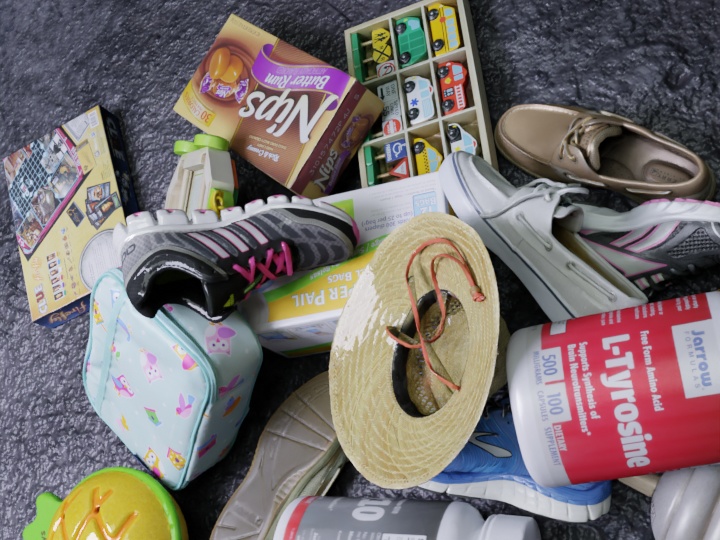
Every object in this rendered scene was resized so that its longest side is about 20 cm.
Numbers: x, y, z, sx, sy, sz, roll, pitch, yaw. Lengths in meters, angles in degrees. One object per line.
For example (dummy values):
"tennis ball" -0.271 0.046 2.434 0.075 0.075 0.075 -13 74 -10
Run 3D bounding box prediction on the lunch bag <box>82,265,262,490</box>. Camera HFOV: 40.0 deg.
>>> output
"lunch bag" -0.175 0.089 0.871 0.160 0.077 0.201 40 135 17

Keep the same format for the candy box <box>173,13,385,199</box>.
"candy box" -0.083 -0.157 0.952 0.200 0.056 0.117 36 94 39

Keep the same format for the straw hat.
"straw hat" 0.066 0.065 0.740 0.200 0.084 0.203 -22 62 48

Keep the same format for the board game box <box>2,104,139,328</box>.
"board game box" -0.302 -0.058 1.049 0.134 0.035 0.202 -24 67 15

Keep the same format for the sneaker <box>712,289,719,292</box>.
"sneaker" 0.234 0.067 0.773 0.198 0.078 0.078 -20 43 20

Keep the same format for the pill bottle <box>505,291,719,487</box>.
"pill bottle" 0.207 0.077 0.669 0.198 0.112 0.114 -13 70 18

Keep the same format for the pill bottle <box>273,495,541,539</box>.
"pill bottle" 0.038 0.238 0.776 0.198 0.114 0.115 -3 74 21

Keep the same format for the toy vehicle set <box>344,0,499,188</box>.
"toy vehicle set" 0.054 -0.155 0.919 0.123 0.026 0.202 -16 65 21

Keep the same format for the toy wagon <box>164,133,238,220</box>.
"toy wagon" -0.149 -0.045 0.914 0.200 0.039 0.157 3 83 64

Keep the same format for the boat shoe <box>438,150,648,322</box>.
"boat shoe" 0.145 -0.037 0.760 0.203 0.074 0.086 53 124 24

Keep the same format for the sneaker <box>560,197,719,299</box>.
"sneaker" 0.226 -0.006 0.795 0.198 0.080 0.087 2 81 37

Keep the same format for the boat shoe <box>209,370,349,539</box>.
"boat shoe" -0.055 0.182 0.871 0.073 0.063 0.202 22 78 39

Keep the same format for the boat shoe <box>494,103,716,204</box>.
"boat shoe" 0.200 -0.105 0.832 0.198 0.064 0.072 21 83 28

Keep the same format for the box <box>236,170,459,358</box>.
"box" 0.000 0.000 0.866 0.198 0.101 0.114 -12 70 20

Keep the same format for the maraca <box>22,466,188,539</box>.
"maraca" -0.236 0.251 0.895 0.198 0.107 0.139 -16 73 30

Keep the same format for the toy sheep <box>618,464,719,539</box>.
"toy sheep" 0.274 0.179 0.688 0.199 0.138 0.139 20 84 28

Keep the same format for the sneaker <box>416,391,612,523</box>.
"sneaker" 0.103 0.134 0.792 0.198 0.078 0.090 8 95 17

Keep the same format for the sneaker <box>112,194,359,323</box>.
"sneaker" -0.097 -0.002 0.782 0.197 0.074 0.088 -4 55 -4
